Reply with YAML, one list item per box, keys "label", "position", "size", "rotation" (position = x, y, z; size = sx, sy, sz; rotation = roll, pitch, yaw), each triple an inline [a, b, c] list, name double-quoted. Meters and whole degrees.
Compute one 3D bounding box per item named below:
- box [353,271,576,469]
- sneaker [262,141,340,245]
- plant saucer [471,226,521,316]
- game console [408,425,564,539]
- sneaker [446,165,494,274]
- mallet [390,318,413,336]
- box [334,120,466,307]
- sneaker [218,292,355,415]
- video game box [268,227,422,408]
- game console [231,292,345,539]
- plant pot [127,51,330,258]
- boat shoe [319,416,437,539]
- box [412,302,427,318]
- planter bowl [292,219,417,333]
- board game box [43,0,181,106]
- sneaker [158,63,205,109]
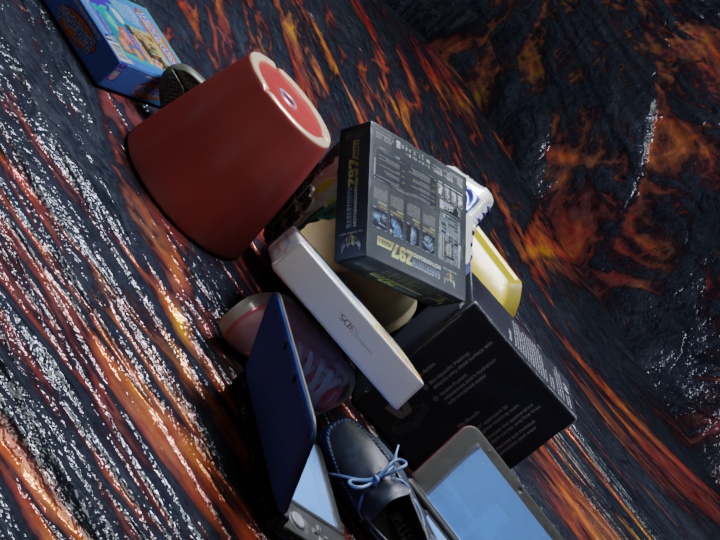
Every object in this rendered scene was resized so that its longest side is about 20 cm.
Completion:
- label: "box"
  position: [0.128, 0.148, 1.644]
  size: [0.200, 0.196, 0.118]
  rotation: [47, 16, -12]
- label: "sneaker"
  position: [-0.037, -0.083, 1.608]
  size: [0.079, 0.199, 0.078]
  rotation: [37, 32, -36]
- label: "plant saucer"
  position: [0.167, -0.023, 1.943]
  size: [0.201, 0.048, 0.200]
  rotation: [53, 11, 9]
- label: "game console"
  position: [0.138, 0.294, 1.484]
  size: [0.201, 0.118, 0.172]
  rotation: [51, 7, 1]
- label: "sneaker"
  position: [0.137, -0.064, 1.820]
  size: [0.114, 0.080, 0.202]
  rotation: [-4, 72, -32]
- label: "mallet"
  position: [0.002, 0.032, 1.789]
  size: [0.201, 0.066, 0.041]
  rotation: [51, 17, -2]
- label: "box"
  position: [0.050, -0.060, 1.526]
  size: [0.199, 0.051, 0.160]
  rotation: [23, 62, -48]
- label: "sneaker"
  position: [-0.068, 0.094, 1.434]
  size: [0.105, 0.075, 0.200]
  rotation: [54, 11, 30]
- label: "video game box"
  position: [-0.020, 0.046, 1.456]
  size: [0.200, 0.047, 0.182]
  rotation: [49, 3, -9]
- label: "game console"
  position: [-0.049, 0.154, 1.280]
  size: [0.170, 0.118, 0.201]
  rotation: [39, 20, -37]
- label: "plant pot"
  position: [-0.144, -0.145, 1.566]
  size: [0.201, 0.177, 0.201]
  rotation: [46, 16, -17]
- label: "boat shoe"
  position: [0.032, 0.234, 1.373]
  size: [0.201, 0.084, 0.069]
  rotation: [51, -13, 6]
- label: "box"
  position: [0.031, -0.011, 1.894]
  size: [0.201, 0.104, 0.182]
  rotation: [52, 16, 0]
- label: "planter bowl"
  position: [0.000, 0.000, 1.677]
  size: [0.201, 0.197, 0.136]
  rotation: [-102, 176, -58]
- label: "board game box"
  position: [-0.299, -0.284, 1.678]
  size: [0.153, 0.045, 0.200]
  rotation: [56, 16, 16]
- label: "sneaker"
  position: [-0.194, -0.192, 1.711]
  size: [0.200, 0.076, 0.115]
  rotation: [50, 11, -32]
